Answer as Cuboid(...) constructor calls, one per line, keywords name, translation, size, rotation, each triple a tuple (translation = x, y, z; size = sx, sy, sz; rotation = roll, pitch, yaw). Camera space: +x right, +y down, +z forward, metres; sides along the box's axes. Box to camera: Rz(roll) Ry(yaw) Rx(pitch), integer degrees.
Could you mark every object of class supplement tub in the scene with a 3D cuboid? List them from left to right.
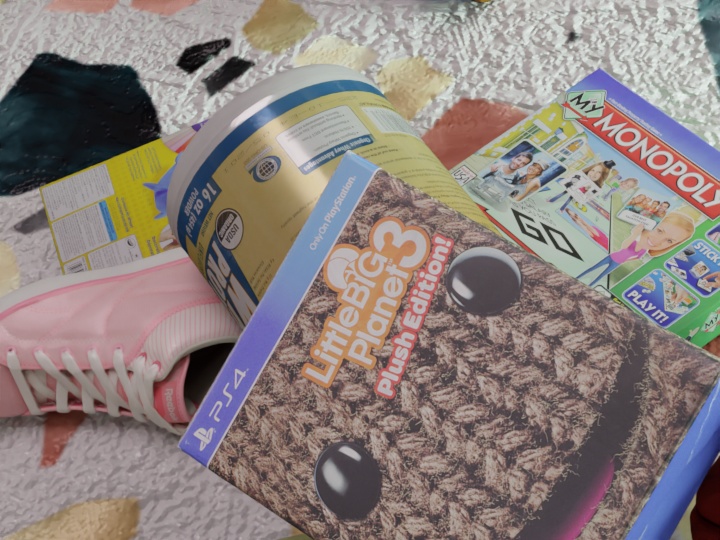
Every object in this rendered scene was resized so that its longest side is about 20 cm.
Cuboid(name="supplement tub", translation=(0.000, 0.000, 0.994), size=(0.145, 0.145, 0.200), rotation=(-32, 62, -12))

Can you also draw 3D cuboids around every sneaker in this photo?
Cuboid(name="sneaker", translation=(-0.148, 0.055, 1.059), size=(0.200, 0.075, 0.105), rotation=(-19, 42, -4))

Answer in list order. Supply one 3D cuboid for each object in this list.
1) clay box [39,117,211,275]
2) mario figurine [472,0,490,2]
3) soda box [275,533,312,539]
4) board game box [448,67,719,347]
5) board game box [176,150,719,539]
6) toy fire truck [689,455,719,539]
Cuboid(name="clay box", translation=(-0.094, -0.040, 1.149), size=(0.200, 0.048, 0.115), rotation=(-21, 47, -3))
Cuboid(name="mario figurine", translation=(0.023, -0.270, 1.277), size=(0.106, 0.123, 0.200), rotation=(-46, 54, -7))
Cuboid(name="soda box", translation=(0.038, 0.162, 0.906), size=(0.200, 0.064, 0.068), rotation=(-14, 45, 7))
Cuboid(name="board game box", translation=(0.155, -0.032, 1.071), size=(0.134, 0.029, 0.200), rotation=(-35, 47, -13))
Cuboid(name="board game box", translation=(0.049, 0.067, 0.827), size=(0.200, 0.097, 0.160), rotation=(30, 91, 23))
Cuboid(name="toy fire truck", translation=(0.223, 0.113, 0.792), size=(0.176, 0.200, 0.129), rotation=(25, 60, 35))
